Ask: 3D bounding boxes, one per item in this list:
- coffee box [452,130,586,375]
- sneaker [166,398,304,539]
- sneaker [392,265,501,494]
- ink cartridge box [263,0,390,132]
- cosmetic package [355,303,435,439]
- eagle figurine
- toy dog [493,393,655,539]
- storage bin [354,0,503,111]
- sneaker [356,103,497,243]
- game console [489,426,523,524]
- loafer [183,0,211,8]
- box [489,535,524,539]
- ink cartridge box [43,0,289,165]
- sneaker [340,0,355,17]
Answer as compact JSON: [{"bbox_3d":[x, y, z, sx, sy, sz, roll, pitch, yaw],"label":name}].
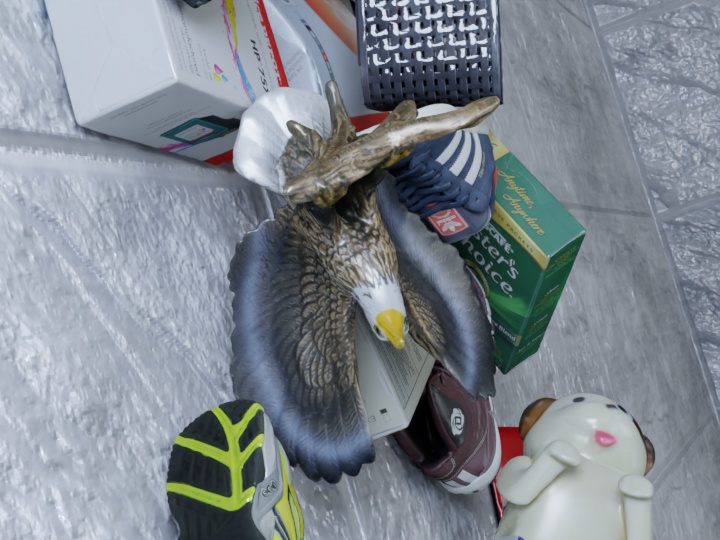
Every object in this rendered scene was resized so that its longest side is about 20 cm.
[{"bbox_3d":[0.110,-0.012,1.113,0.123,0.044,0.201,50,-22,20],"label":"coffee box"},{"bbox_3d":[-0.056,0.155,0.664,0.077,0.075,0.201,57,25,-34],"label":"sneaker"},{"bbox_3d":[0.056,0.067,1.053,0.115,0.075,0.202,25,50,-60],"label":"sneaker"},{"bbox_3d":[-0.008,-0.132,0.989,0.200,0.050,0.162,47,19,6],"label":"ink cartridge box"},{"bbox_3d":[0.002,0.030,0.936,0.106,0.071,0.200,65,20,-12],"label":"cosmetic package"},{"bbox_3d":[0.000,0.006,0.773,0.201,0.150,0.152,84,17,-46],"label":"eagle figurine"},{"bbox_3d":[0.168,0.193,1.069,0.194,0.138,0.202,80,28,-65],"label":"toy dog"},{"bbox_3d":[0.047,-0.212,0.929,0.135,0.093,0.202,-37,125,-82],"label":"storage bin"},{"bbox_3d":[0.047,-0.059,0.902,0.200,0.074,0.085,-14,89,-63],"label":"sneaker"},{"bbox_3d":[0.170,0.255,1.275,0.173,0.117,0.202,107,-26,-67],"label":"game console"},{"bbox_3d":[-0.077,-0.226,0.759,0.073,0.072,0.201,45,25,-43],"label":"loafer"},{"bbox_3d":[0.078,0.303,0.850,0.202,0.104,0.184,68,20,-12],"label":"box"},{"bbox_3d":[-0.101,-0.134,0.808,0.200,0.067,0.117,7,64,-69],"label":"ink cartridge box"},{"bbox_3d":[0.001,-0.235,1.141,0.091,0.074,0.200,64,10,6],"label":"sneaker"}]
